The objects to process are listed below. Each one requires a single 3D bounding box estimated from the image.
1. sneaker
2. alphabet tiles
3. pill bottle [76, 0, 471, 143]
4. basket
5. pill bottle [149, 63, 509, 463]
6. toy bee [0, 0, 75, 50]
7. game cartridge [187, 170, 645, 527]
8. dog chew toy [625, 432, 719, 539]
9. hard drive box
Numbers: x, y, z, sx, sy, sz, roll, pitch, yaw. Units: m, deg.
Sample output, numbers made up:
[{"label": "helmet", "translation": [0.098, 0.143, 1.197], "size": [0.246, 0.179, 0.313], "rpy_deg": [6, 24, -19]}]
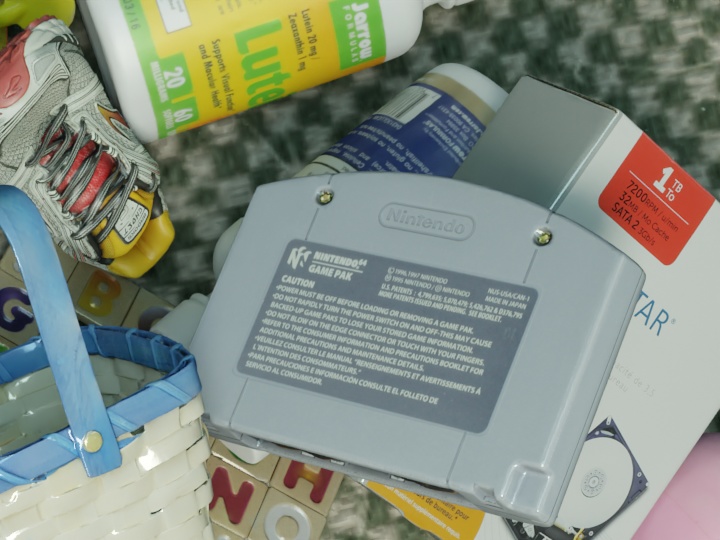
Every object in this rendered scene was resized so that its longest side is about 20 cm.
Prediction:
[{"label": "sneaker", "translation": [-0.129, -0.053, 1.108], "size": [0.082, 0.200, 0.078], "rpy_deg": [41, 86, 17]}, {"label": "alphabet tiles", "translation": [-0.108, 0.085, 1.148], "size": [0.200, 0.008, 0.167], "rpy_deg": [30, 51, -8]}, {"label": "pill bottle", "translation": [-0.036, -0.145, 1.177], "size": [0.199, 0.111, 0.111], "rpy_deg": [-20, 86, -7]}, {"label": "basket", "translation": [-0.148, 0.052, 1.017], "size": [0.139, 0.176, 0.201], "rpy_deg": [-29, 112, -23]}, {"label": "pill bottle", "translation": [0.000, 0.000, 1.155], "size": [0.200, 0.111, 0.111], "rpy_deg": [-39, 88, -14]}, {"label": "toy bee", "translation": [-0.204, -0.094, 1.167], "size": [0.131, 0.109, 0.200], "rpy_deg": [4, 61, 38]}, {"label": "game cartridge", "translation": [0.021, 0.025, 1.025], "size": [0.200, 0.042, 0.133], "rpy_deg": [12, 69, 37]}, {"label": "dog chew toy", "translation": [0.139, 0.173, 1.157], "size": [0.200, 0.125, 0.125], "rpy_deg": [-43, 89, -1]}, {"label": "hard drive box", "translation": [0.086, 0.038, 1.106], "size": [0.156, 0.077, 0.200], "rpy_deg": [37, 85, -35]}]
